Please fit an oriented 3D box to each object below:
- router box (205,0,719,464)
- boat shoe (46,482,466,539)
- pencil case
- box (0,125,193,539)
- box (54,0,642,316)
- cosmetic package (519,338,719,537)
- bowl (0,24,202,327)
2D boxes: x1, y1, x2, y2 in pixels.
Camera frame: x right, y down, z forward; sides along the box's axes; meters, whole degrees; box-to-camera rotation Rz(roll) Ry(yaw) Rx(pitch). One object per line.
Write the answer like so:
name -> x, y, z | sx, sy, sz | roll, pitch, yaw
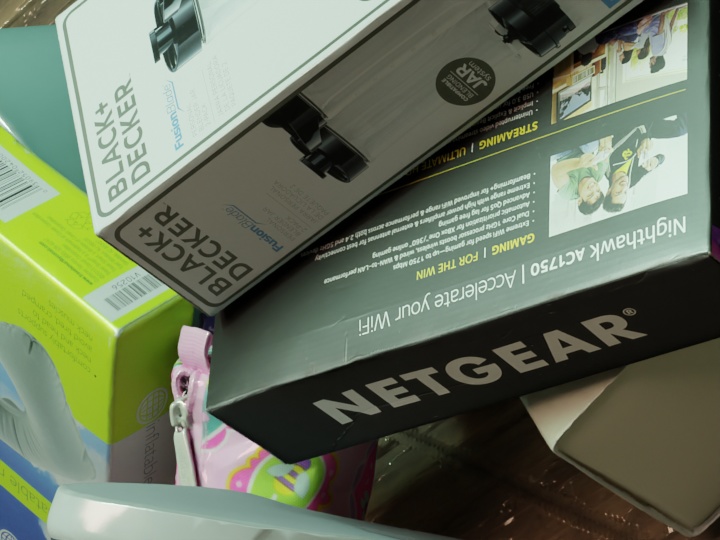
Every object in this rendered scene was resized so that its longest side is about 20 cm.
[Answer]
router box -> 0.043, -0.032, 0.956 | 0.200, 0.051, 0.149 | -18, 52, 34
boat shoe -> -0.012, 0.119, 0.983 | 0.071, 0.200, 0.070 | -163, 85, -73
pencil case -> -0.040, 0.120, 1.052 | 0.087, 0.087, 0.200 | 15, 101, 52
box -> -0.122, 0.054, 1.138 | 0.122, 0.048, 0.200 | 37, 140, 29
box -> -0.004, -0.089, 0.952 | 0.200, 0.060, 0.117 | -36, 43, 21
cosmetic package -> 0.086, -0.018, 1.016 | 0.103, 0.087, 0.200 | -46, 42, 14
bowl -> -0.129, -0.024, 1.220 | 0.105, 0.201, 0.201 | -33, 23, -33
